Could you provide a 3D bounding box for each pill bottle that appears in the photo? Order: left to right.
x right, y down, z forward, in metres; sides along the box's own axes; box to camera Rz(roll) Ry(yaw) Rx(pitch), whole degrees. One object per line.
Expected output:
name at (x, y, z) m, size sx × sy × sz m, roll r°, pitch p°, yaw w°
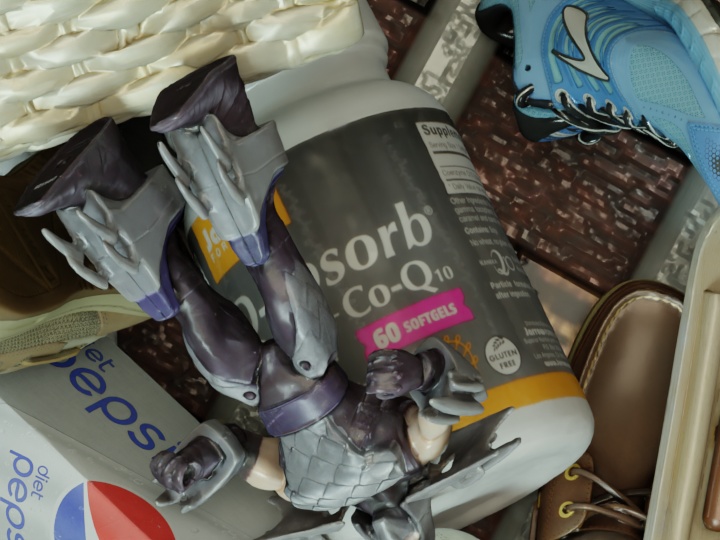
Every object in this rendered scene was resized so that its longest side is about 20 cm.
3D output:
pill bottle at (0.000, 0.000, 1.089) m, size 0.116 × 0.116 × 0.201 m, roll -25°, pitch 76°, yaw -4°

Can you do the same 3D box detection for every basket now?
basket at (-0.111, -0.158, 0.999) m, size 0.199 × 0.161 × 0.199 m, roll -17°, pitch 116°, yaw -4°

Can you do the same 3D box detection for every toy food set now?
toy food set at (0.188, 0.080, 1.095) m, size 0.143 × 0.060 × 0.202 m, roll 13°, pitch 85°, yaw -30°

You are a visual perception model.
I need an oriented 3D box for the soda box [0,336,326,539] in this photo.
soda box at (-0.073, 0.103, 1.050) m, size 0.200 × 0.068 × 0.064 m, roll 42°, pitch 127°, yaw 17°

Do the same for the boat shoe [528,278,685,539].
boat shoe at (0.102, 0.102, 1.115) m, size 0.071 × 0.068 × 0.202 m, roll 13°, pitch 85°, yaw 2°

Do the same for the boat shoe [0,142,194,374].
boat shoe at (-0.123, 0.000, 1.025) m, size 0.064 × 0.200 × 0.072 m, roll -35°, pitch 80°, yaw 19°

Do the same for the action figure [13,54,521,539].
action figure at (-0.029, 0.031, 0.968) m, size 0.130 × 0.069 × 0.201 m, roll -26°, pitch 109°, yaw 22°

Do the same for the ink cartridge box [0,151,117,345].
ink cartridge box at (-0.177, 0.019, 1.135) m, size 0.161 × 0.057 × 0.202 m, roll -1°, pitch 106°, yaw -2°

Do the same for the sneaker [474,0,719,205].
sneaker at (0.107, -0.070, 1.095) m, size 0.090 × 0.200 × 0.078 m, roll -45°, pitch 129°, yaw 9°

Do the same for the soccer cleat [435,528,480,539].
soccer cleat at (0.058, 0.190, 1.041) m, size 0.069 × 0.078 × 0.201 m, roll -20°, pitch 85°, yaw 7°

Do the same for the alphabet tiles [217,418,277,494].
alphabet tiles at (-0.076, 0.136, 1.076) m, size 0.199 × 0.006 × 0.167 m, roll -13°, pitch 57°, yaw -28°
